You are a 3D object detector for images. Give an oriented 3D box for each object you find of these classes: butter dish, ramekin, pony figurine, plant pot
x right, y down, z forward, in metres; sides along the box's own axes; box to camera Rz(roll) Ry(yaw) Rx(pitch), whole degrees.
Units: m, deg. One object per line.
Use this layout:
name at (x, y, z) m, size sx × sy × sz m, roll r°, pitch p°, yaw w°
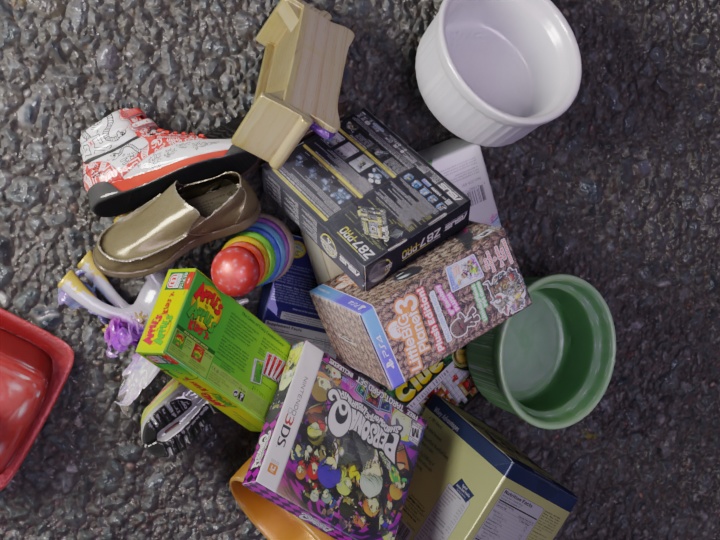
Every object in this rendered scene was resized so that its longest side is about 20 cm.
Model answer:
butter dish at (-0.430, 0.145, 1.290) m, size 0.198 × 0.148 × 0.202 m, roll 30°, pitch 89°, yaw -25°
ramekin at (0.162, -0.251, 1.437) m, size 0.197 × 0.098 × 0.204 m, roll 10°, pitch 66°, yaw -23°
pony figurine at (-0.249, 0.055, 1.358) m, size 0.200 × 0.166 × 0.194 m, roll 41°, pitch 76°, yaw -8°
plant pot at (-0.031, 0.263, 1.464) m, size 0.183 × 0.199 × 0.201 m, roll -46°, pitch 114°, yaw -23°
ramekin at (0.235, 0.102, 1.562) m, size 0.197 × 0.097 × 0.204 m, roll -2°, pitch 94°, yaw -30°

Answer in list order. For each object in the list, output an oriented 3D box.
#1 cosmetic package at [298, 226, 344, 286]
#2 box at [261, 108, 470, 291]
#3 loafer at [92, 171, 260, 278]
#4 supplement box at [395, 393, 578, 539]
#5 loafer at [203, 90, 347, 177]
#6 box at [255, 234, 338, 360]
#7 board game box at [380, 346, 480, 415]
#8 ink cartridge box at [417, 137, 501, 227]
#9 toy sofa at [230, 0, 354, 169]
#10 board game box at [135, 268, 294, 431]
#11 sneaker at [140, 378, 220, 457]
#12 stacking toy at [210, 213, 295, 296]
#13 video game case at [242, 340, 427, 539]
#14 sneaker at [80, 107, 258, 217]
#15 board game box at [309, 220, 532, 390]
cosmetic package at (0.000, 0.000, 1.444) m, size 0.102 × 0.073 × 0.203 m, roll -24°, pitch 107°, yaw -18°
box at (0.005, -0.088, 1.353) m, size 0.160 × 0.200 × 0.050 m, roll -31°, pitch 146°, yaw -25°
loafer at (-0.205, -0.059, 1.293) m, size 0.198 × 0.076 × 0.068 m, roll -27°, pitch 143°, yaw -19°
supplement box at (0.133, 0.307, 1.509) m, size 0.133 × 0.200 × 0.201 m, roll 31°, pitch 93°, yaw -34°
loafer at (-0.103, -0.161, 1.409) m, size 0.198 × 0.073 × 0.072 m, roll -26°, pitch 121°, yaw -11°
box at (-0.072, 0.062, 1.481) m, size 0.119 × 0.032 × 0.203 m, roll 14°, pitch 95°, yaw -24°
board game box at (0.094, 0.162, 1.576) m, size 0.200 × 0.023 × 0.105 m, roll -43°, pitch 111°, yaw -9°
ink cartridge box at (0.101, -0.048, 1.499) m, size 0.144 × 0.087 × 0.203 m, roll -23°, pitch 107°, yaw -16°
toy sofa at (-0.075, -0.211, 1.333) m, size 0.097 × 0.202 × 0.083 m, roll 25°, pitch 135°, yaw -20°
board game box at (-0.154, 0.093, 1.319) m, size 0.200 × 0.047 × 0.103 m, roll 43°, pitch 56°, yaw -41°
sneaker at (-0.187, 0.140, 1.419) m, size 0.198 × 0.090 × 0.079 m, roll -32°, pitch 107°, yaw -15°
stacking toy at (-0.129, -0.009, 1.338) m, size 0.084 × 0.200 × 0.087 m, roll 1°, pitch 101°, yaw 6°
video game case at (-0.024, 0.209, 1.356) m, size 0.199 × 0.036 × 0.183 m, roll 35°, pitch 56°, yaw -24°
sneaker at (-0.221, -0.142, 1.325) m, size 0.198 × 0.067 × 0.109 m, roll -18°, pitch 68°, yaw 0°
board game box at (0.067, 0.031, 1.350) m, size 0.198 × 0.159 × 0.098 m, roll -30°, pitch 108°, yaw -17°
